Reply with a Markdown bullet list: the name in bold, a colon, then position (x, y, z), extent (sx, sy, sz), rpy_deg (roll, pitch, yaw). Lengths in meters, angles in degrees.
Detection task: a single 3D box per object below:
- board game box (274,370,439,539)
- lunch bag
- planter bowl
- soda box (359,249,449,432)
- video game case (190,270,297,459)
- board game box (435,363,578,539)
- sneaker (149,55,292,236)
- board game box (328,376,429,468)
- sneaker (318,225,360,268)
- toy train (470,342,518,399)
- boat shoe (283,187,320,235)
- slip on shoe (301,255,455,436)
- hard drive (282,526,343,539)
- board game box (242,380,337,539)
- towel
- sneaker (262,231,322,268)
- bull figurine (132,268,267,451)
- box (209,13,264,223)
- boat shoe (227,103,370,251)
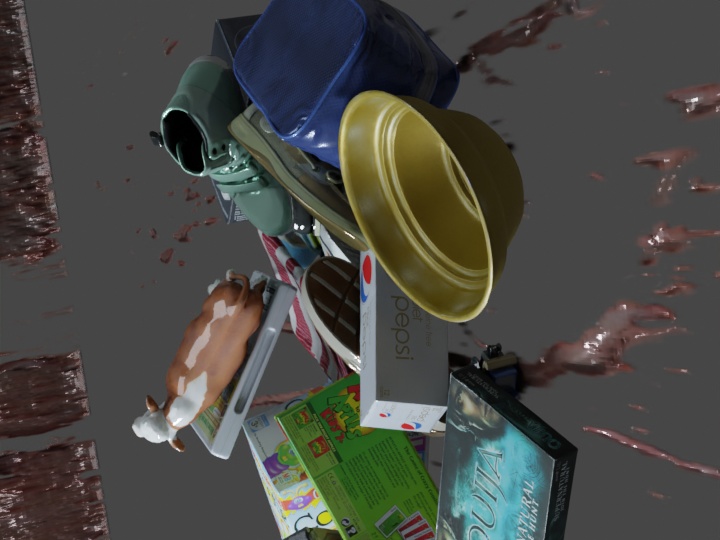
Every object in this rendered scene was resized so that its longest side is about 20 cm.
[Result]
- **board game box**: position (0.012, 0.199, 1.625), extent (0.200, 0.101, 0.048), rpy_deg (60, 175, 4)
- **lunch bag**: position (-0.010, -0.172, 1.528), extent (0.136, 0.132, 0.200), rpy_deg (-53, 35, 15)
- **planter bowl**: position (0.073, -0.066, 1.405), extent (0.200, 0.083, 0.201), rpy_deg (44, 149, 36)
- **soda box**: position (0.037, 0.038, 1.540), extent (0.064, 0.068, 0.200), rpy_deg (116, 157, -60)
- **video game case**: position (-0.122, 0.092, 1.787), extent (0.200, 0.022, 0.182), rpy_deg (-163, 96, -78)
- **board game box**: position (0.119, 0.195, 1.471), extent (0.135, 0.028, 0.200), rpy_deg (38, 137, 41)
- **sneaker**: position (-0.134, -0.096, 1.695), extent (0.201, 0.074, 0.118), rpy_deg (62, -149, -24)
- **board game box**: position (0.016, 0.143, 1.784), extent (0.200, 0.034, 0.135), rpy_deg (-126, 32, -53)
- **sneaker**: position (0.000, 0.000, 1.692), extent (0.079, 0.078, 0.200), rpy_deg (111, 143, -47)
- **toy train**: position (0.110, 0.148, 1.515), extent (0.046, 0.034, 0.200), rpy_deg (-127, 32, -46)
- **boat shoe**: position (-0.074, -0.124, 1.671), extent (0.074, 0.063, 0.202), rpy_deg (105, 155, -69)
- **slip on shoe**: position (0.019, 0.073, 1.592), extent (0.200, 0.076, 0.061), rpy_deg (42, 153, 4)
- **hard drive**: position (0.015, 0.321, 1.667), extent (0.038, 0.200, 0.140), rpy_deg (-31, 62, 25)
- **board game box**: position (-0.037, 0.227, 1.756), extent (0.200, 0.103, 0.105), rpy_deg (77, 166, -45)
- **towel**: position (-0.054, 0.046, 1.784), extent (0.200, 0.023, 0.144), rpy_deg (50, 163, 57)
- **sneaker**: position (-0.051, -0.042, 1.821), extent (0.200, 0.079, 0.131), rpy_deg (100, 154, -47)
- **bull figurine**: position (-0.153, 0.084, 1.718), extent (0.200, 0.065, 0.121), rpy_deg (-55, 11, 18)
- **box**: position (-0.101, -0.163, 1.863), extent (0.200, 0.106, 0.122), rpy_deg (104, 149, -49)
- **boat shoe**: position (-0.043, -0.093, 1.566), extent (0.201, 0.063, 0.073), rpy_deg (45, 180, 40)
